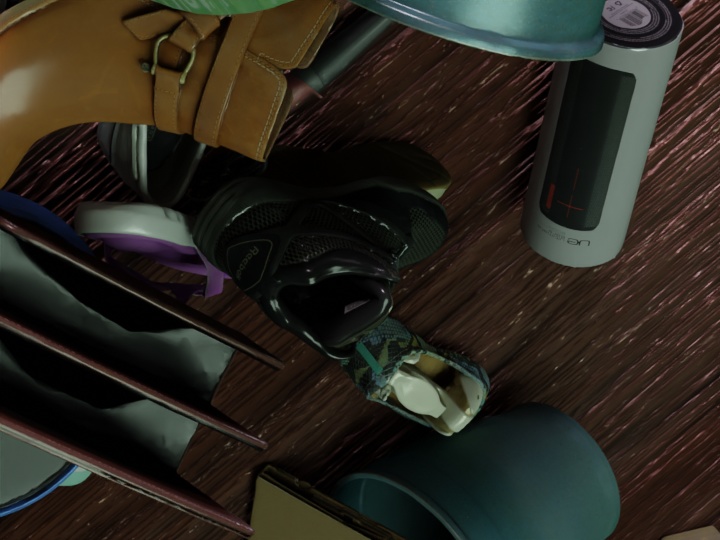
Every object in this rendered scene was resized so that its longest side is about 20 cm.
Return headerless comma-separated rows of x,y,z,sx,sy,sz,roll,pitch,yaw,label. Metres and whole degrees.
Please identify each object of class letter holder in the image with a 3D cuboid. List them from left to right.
-0.138,0.055,0.954,0.199,0.142,0.101,29,87,-31,letter holder

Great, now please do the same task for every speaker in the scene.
0.167,-0.100,1.218,0.081,0.081,0.201,-17,139,-25,speaker

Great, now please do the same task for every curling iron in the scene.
-0.031,-0.106,1.059,0.200,0.049,0.026,-47,158,-17,curling iron

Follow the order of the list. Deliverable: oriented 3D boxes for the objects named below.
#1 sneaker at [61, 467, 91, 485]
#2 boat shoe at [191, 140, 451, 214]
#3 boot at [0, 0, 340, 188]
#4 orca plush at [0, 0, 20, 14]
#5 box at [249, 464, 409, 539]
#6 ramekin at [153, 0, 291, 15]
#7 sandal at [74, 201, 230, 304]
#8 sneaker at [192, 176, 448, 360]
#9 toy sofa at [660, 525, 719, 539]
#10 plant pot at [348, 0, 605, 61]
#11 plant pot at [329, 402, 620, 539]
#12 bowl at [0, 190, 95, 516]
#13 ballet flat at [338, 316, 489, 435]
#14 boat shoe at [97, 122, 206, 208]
-0.218,0.060,1.080,0.199,0.078,0.141,9,120,-53,sneaker
-0.026,-0.041,1.126,0.199,0.072,0.067,-8,129,-40,boat shoe
-0.115,-0.094,0.885,0.201,0.154,0.077,-60,179,0,boot
-0.229,-0.125,0.903,0.201,0.070,0.106,109,3,-50,orca plush
-0.021,0.262,1.384,0.021,0.162,0.201,-47,157,-44,box
-0.068,-0.218,0.803,0.199,0.201,0.098,-37,170,0,ramekin
-0.119,-0.005,1.058,0.202,0.082,0.050,22,73,-66,sandal
0.000,0.000,1.038,0.198,0.114,0.076,0,133,-52,sneaker
0.339,0.379,1.846,0.082,0.098,0.201,-5,131,-35,toy sofa
0.072,-0.242,0.910,0.199,0.200,0.198,-1,123,-39,plant pot
0.106,0.207,1.410,0.187,0.200,0.201,-31,145,-33,plant pot
-0.231,0.052,1.007,0.199,0.039,0.203,-7,105,-28,bowl
0.052,0.094,1.335,0.074,0.074,0.199,-47,142,13,ballet flat
-0.099,-0.125,0.982,0.071,0.066,0.201,-1,130,-39,boat shoe
